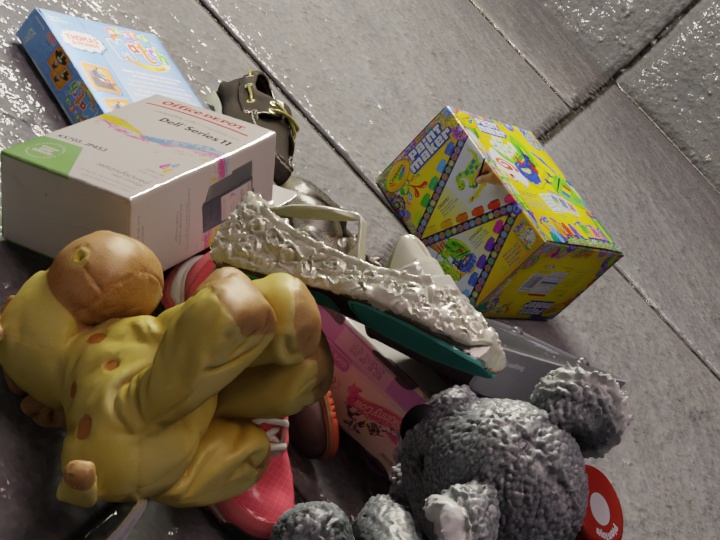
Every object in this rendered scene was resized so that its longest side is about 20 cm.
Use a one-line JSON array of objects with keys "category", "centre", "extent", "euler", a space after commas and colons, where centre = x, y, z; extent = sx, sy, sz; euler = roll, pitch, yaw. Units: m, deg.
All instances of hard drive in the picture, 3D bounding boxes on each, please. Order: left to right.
[{"category": "hard drive", "centre": [0.097, 0.062, 0.914], "extent": [0.134, 0.043, 0.199], "euler": [25, 5, 38]}]

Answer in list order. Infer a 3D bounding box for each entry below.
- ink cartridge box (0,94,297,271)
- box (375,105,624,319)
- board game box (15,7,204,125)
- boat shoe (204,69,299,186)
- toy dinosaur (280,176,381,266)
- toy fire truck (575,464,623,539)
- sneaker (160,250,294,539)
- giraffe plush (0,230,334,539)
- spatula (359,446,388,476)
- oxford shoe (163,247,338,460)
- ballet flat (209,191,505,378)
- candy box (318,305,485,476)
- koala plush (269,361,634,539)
[{"category": "ink cartridge box", "centre": [-0.138, -0.067, 0.871], "extent": [0.116, 0.068, 0.200], "euler": [20, 30, 25]}, {"category": "box", "centre": [0.156, -0.059, 1.378], "extent": [0.199, 0.122, 0.193], "euler": [6, 46, -54]}, {"category": "board game box", "centre": [-0.180, -0.126, 1.042], "extent": [0.201, 0.037, 0.151], "euler": [56, 26, 18]}, {"category": "boat shoe", "centre": [-0.089, -0.129, 1.097], "extent": [0.072, 0.060, 0.201], "euler": [54, 2, -30]}, {"category": "toy dinosaur", "centre": [-0.041, -0.038, 1.073], "extent": [0.102, 0.076, 0.201], "euler": [47, 26, -43]}, {"category": "toy fire truck", "centre": [0.117, 0.233, 0.906], "extent": [0.199, 0.112, 0.170], "euler": [18, 55, -45]}, {"category": "sneaker", "centre": [-0.075, 0.073, 0.804], "extent": [0.073, 0.086, 0.202], "euler": [2, 66, -44]}, {"category": "giraffe plush", "centre": [-0.137, 0.051, 0.722], "extent": [0.162, 0.200, 0.173], "euler": [40, -15, 27]}, {"category": "spatula", "centre": [0.074, 0.163, 1.027], "extent": [0.199, 0.021, 0.057], "euler": [25, 26, -41]}, {"category": "oxford shoe", "centre": [-0.086, 0.057, 0.903], "extent": [0.072, 0.071, 0.201], "euler": [-25, 75, -33]}, {"category": "ballet flat", "centre": [0.000, 0.000, 0.743], "extent": [0.198, 0.072, 0.072], "euler": [20, 18, 19]}, {"category": "candy box", "centre": [0.040, 0.079, 1.012], "extent": [0.168, 0.072, 0.199], "euler": [44, 22, 20]}, {"category": "koala plush", "centre": [0.072, 0.140, 0.717], "extent": [0.177, 0.201, 0.184], "euler": [-34, 70, -33]}]
